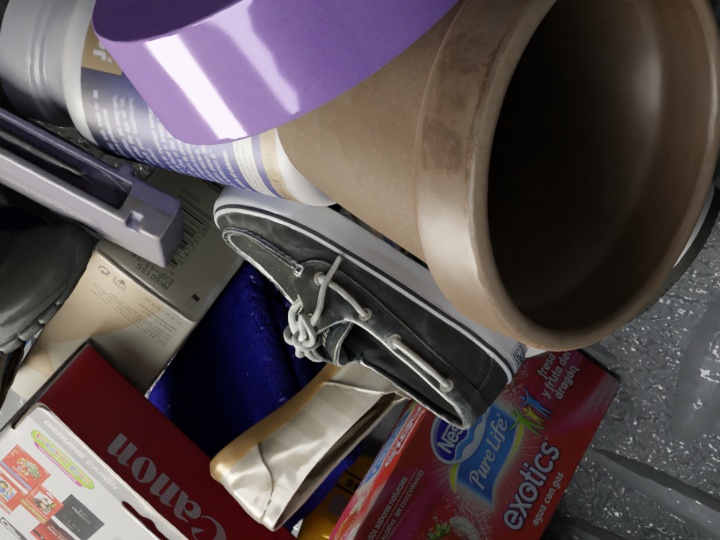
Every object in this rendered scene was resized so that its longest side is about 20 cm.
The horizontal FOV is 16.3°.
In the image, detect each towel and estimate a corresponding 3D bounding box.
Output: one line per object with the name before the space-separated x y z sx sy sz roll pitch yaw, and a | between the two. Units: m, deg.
towel | -0.076 0.097 1.587 0.148 0.049 0.200 64 147 17

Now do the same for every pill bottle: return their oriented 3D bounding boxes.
pill bottle | -0.089 -0.109 1.357 0.199 0.116 0.116 13 139 26

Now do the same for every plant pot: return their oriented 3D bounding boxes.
plant pot | 0.053 -0.077 1.227 0.174 0.200 0.201 18 142 37

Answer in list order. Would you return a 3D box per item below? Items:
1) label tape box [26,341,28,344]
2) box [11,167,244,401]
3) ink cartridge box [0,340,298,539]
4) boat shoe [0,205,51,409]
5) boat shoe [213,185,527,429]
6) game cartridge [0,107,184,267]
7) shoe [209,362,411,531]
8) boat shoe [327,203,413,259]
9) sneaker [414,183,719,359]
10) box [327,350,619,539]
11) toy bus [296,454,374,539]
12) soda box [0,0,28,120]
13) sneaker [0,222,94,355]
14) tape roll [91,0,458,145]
label tape box | -0.294 0.003 1.623 0.063 0.144 0.201 11 138 29
box | -0.143 0.024 1.573 0.078 0.095 0.200 36 143 -3
ink cartridge box | -0.134 0.151 1.548 0.200 0.084 0.176 43 145 -5
boat shoe | -0.246 0.044 1.583 0.072 0.201 0.073 21 137 -3
boat shoe | -0.008 0.021 1.360 0.199 0.068 0.074 32 161 16
game cartridge | -0.191 -0.067 1.410 0.199 0.039 0.130 28 177 0
shoe | 0.002 0.073 1.455 0.053 0.200 0.070 52 -171 20
boat shoe | 0.000 0.000 1.453 0.070 0.066 0.200 31 144 6
sneaker | 0.094 -0.028 1.340 0.120 0.084 0.200 34 147 -16
box | 0.056 0.127 1.440 0.095 0.200 0.100 35 144 -3
toy bus | 0.061 0.195 1.618 0.199 0.078 0.065 29 144 7
soda box | -0.252 -0.174 1.456 0.200 0.064 0.068 48 144 -18
sneaker | -0.251 0.007 1.475 0.199 0.076 0.091 -19 121 20
tape roll | -0.029 -0.149 1.191 0.199 0.201 0.066 -11 126 45
